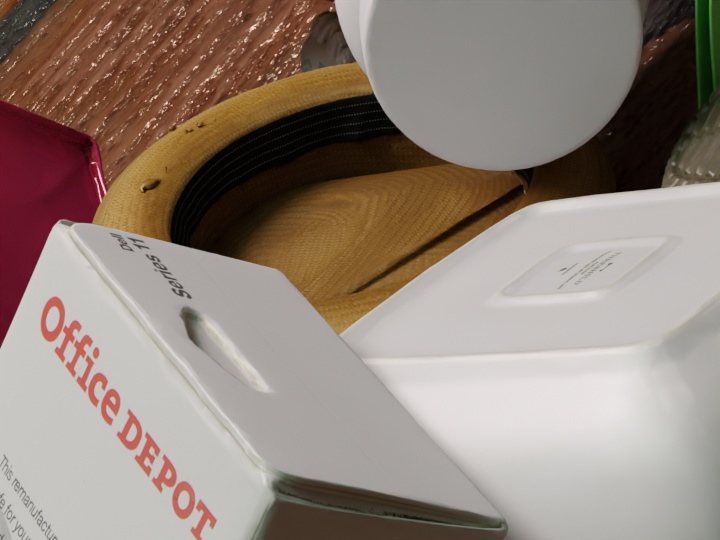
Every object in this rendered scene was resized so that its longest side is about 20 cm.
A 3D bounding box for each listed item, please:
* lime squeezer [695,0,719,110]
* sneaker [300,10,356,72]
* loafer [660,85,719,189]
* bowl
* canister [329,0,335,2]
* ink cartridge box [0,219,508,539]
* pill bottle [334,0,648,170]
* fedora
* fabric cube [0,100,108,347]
[{"bbox_3d":[0.105,-0.013,0.975,0.038,0.071,0.201,23,86,37],"label":"lime squeezer"},{"bbox_3d":[0.004,-0.050,1.187,0.081,0.075,0.200,-52,24,8],"label":"sneaker"},{"bbox_3d":[0.179,-0.034,0.887,0.199,0.067,0.076,-7,44,51],"label":"loafer"},{"bbox_3d":[0.075,0.033,0.828,0.199,0.075,0.200,-4,22,41],"label":"bowl"},{"bbox_3d":[-0.013,-0.157,1.191,0.148,0.199,0.087,15,94,64],"label":"canister"},{"bbox_3d":[-0.062,0.109,0.774,0.147,0.083,0.201,47,118,48],"label":"ink cartridge box"},{"bbox_3d":[0.046,-0.118,1.017,0.113,0.113,0.200,-39,21,16],"label":"pill bottle"},{"bbox_3d":[0.000,0.000,1.041,0.199,0.082,0.201,-6,38,5],"label":"fedora"},{"bbox_3d":[-0.215,0.050,1.150,0.199,0.200,0.197,-34,59,24],"label":"fabric cube"}]
